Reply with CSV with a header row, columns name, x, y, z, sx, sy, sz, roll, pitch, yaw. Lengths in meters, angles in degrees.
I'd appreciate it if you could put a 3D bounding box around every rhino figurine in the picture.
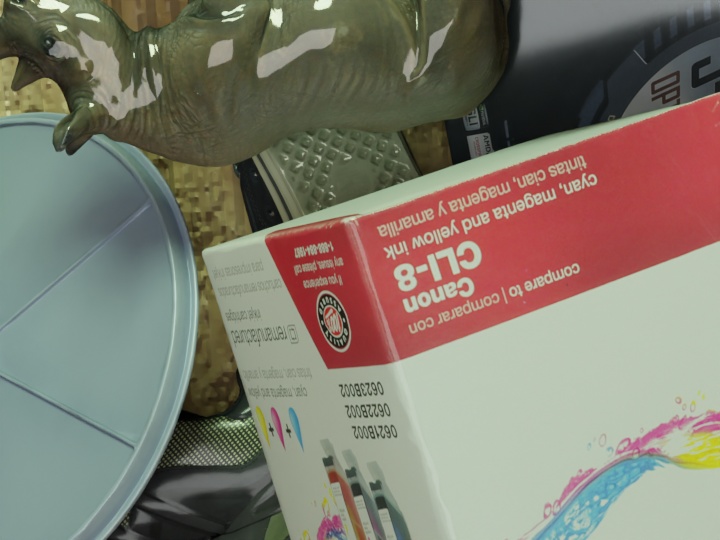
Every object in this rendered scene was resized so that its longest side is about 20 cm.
name,x,y,z,sx,sy,sz,roll,pitch,yaw
rhino figurine,-0.042,-0.082,0.810,0.199,0.060,0.088,-11,97,-3

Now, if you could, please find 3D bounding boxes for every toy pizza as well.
name,x,y,z,sx,sy,sz,roll,pitch,yaw
toy pizza,-0.139,0.037,0.885,0.199,0.032,0.201,-13,65,28

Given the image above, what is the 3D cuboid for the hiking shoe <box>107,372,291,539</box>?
name,x,y,z,sx,sy,sz,roll,pitch,yaw
hiking shoe,-0.091,0.095,0.907,0.199,0.076,0.101,-29,78,5

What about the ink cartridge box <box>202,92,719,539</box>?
name,x,y,z,sx,sy,sz,roll,pitch,yaw
ink cartridge box,0.060,0.063,0.761,0.144,0.145,0.201,-19,94,-22

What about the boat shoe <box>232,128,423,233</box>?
name,x,y,z,sx,sy,sz,roll,pitch,yaw
boat shoe,0.000,0.000,0.864,0.074,0.062,0.201,-19,83,-12

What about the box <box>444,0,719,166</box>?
name,x,y,z,sx,sy,sz,roll,pitch,yaw
box,0.119,-0.024,0.863,0.159,0.044,0.201,-9,100,12
